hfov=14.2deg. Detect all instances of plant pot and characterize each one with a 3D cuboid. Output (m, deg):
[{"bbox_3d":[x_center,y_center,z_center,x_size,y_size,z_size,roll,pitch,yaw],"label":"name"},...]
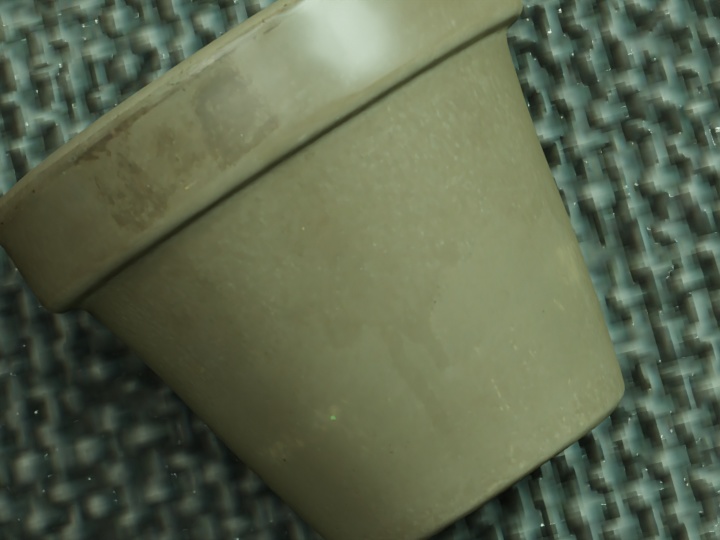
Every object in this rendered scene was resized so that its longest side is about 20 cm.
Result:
[{"bbox_3d":[0.000,0.000,0.991,0.200,0.200,0.175,-33,89,-3],"label":"plant pot"}]
